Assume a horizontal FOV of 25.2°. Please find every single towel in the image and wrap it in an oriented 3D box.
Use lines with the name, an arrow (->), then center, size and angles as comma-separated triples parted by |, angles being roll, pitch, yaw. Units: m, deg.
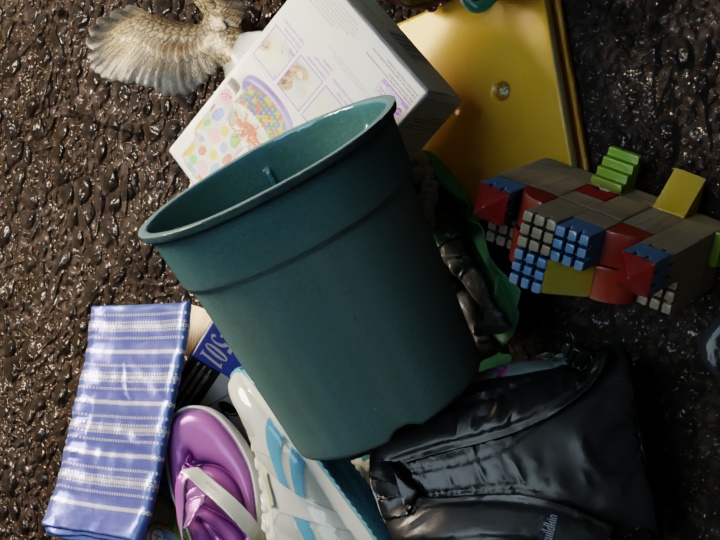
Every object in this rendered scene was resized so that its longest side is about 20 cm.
towel -> -0.201, 0.124, 1.323 | 0.144, 0.024, 0.202 | -3, 72, 49

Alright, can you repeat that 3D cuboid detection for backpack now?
backpack -> 0.108, 0.145, 1.150 | 0.198, 0.127, 0.168 | -12, 70, 12

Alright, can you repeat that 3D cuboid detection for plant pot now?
plant pot -> -0.022, 0.011, 1.122 | 0.199, 0.200, 0.197 | -16, 108, 37

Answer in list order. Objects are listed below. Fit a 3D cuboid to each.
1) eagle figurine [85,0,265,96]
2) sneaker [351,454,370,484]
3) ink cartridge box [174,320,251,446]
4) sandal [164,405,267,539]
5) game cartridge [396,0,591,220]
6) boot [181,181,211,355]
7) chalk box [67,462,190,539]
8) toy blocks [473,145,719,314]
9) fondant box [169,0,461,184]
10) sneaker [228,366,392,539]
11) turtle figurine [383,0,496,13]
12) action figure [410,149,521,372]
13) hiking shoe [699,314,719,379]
eagle figurine -> -0.137, -0.217, 1.389 | 0.153, 0.199, 0.151 | -64, 2, -24
sneaker -> 0.022, 0.176, 1.259 | 0.199, 0.093, 0.071 | -23, 73, 36
ink cartridge box -> -0.092, 0.081, 1.309 | 0.044, 0.094, 0.200 | -63, 6, -35
sandal -> -0.111, 0.198, 1.241 | 0.082, 0.050, 0.204 | -26, 71, 23
game cartridge -> 0.082, -0.126, 1.278 | 0.199, 0.032, 0.178 | -17, 76, 40
boot -> -0.082, -0.003, 1.371 | 0.154, 0.076, 0.202 | 12, 91, 37
chalk box -> -0.138, 0.217, 1.362 | 0.199, 0.124, 0.125 | 32, 101, 37
toy blocks -> 0.157, -0.021, 1.118 | 0.199, 0.136, 0.101 | 23, 115, 29
fondant box -> -0.038, -0.111, 1.242 | 0.200, 0.058, 0.145 | -48, 66, 21
sneaker -> -0.047, 0.160, 1.207 | 0.081, 0.076, 0.201 | -41, 71, 18
turtle figurine -> 0.050, -0.253, 1.260 | 0.200, 0.148, 0.102 | -110, 21, -67
action figure -> 0.059, -0.025, 1.227 | 0.119, 0.054, 0.201 | 107, 145, -50
hiking shoe -> 0.301, 0.049, 1.037 | 0.199, 0.100, 0.077 | 1, 87, 39
